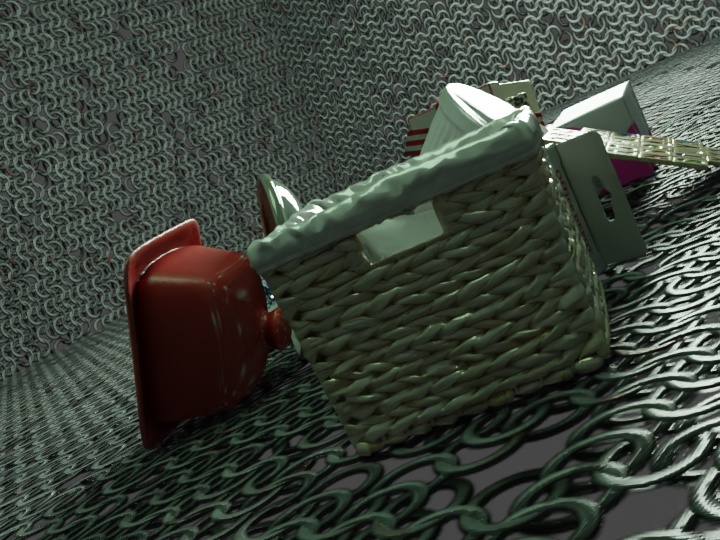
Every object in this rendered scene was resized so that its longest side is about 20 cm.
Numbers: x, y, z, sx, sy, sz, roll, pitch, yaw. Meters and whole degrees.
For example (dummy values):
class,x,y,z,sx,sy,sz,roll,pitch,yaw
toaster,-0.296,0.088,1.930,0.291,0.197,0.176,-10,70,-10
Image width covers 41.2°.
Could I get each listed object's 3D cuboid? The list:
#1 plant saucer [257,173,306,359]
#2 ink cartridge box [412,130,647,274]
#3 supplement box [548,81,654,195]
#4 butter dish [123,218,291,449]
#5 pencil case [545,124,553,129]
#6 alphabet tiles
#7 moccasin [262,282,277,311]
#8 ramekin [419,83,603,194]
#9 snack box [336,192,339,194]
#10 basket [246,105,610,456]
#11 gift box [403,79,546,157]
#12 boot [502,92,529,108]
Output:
class,x,y,z,sx,sy,sz,roll,pitch,yaw
plant saucer,-0.065,-0.008,1.024,0.050,0.203,0.200,-14,5,-10
ink cartridge box,0.127,-0.030,0.814,0.199,0.117,0.068,-19,9,47
supplement box,0.315,-0.169,1.231,0.103,0.102,0.200,-22,7,21
butter dish,-0.142,0.059,0.978,0.146,0.202,0.200,0,14,10
pencil case,0.242,-0.148,1.404,0.199,0.088,0.087,-28,8,-30
alphabet tiles,0.293,-0.130,1.004,0.198,0.006,0.166,10,18,16
moccasin,-0.129,0.054,1.208,0.199,0.069,0.081,-27,-15,-20
ramekin,0.153,-0.108,1.024,0.095,0.201,0.202,-58,-6,22
snack box,0.026,-0.026,0.998,0.037,0.116,0.200,-54,-6,4
basket,0.059,-0.002,0.676,0.196,0.162,0.200,-23,8,15
gift box,0.189,-0.193,1.564,0.199,0.186,0.186,-24,-3,35
boot,0.180,-0.137,1.251,0.073,0.155,0.203,-28,8,-30
